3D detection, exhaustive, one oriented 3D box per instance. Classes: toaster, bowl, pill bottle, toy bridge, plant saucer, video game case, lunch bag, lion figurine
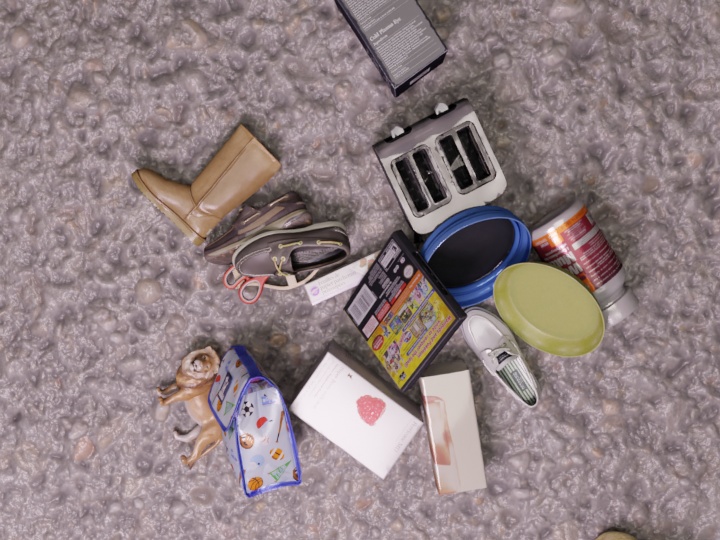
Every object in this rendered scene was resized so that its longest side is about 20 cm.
[{"bbox_3d":[0.132,-0.162,1.565,0.178,0.119,0.203,-25,94,4],"label":"toaster"},{"bbox_3d":[0.184,-0.023,1.557,0.197,0.040,0.203,-15,138,-13],"label":"bowl"},{"bbox_3d":[0.371,-0.007,1.578,0.109,0.110,0.202,-33,93,4],"label":"pill bottle"},{"bbox_3d":[-0.124,-0.003,1.630,0.197,0.027,0.068,-20,95,4],"label":"toy bridge"},{"bbox_3d":[0.314,0.058,1.567,0.200,0.200,0.031,42,55,-2],"label":"plant saucer"},{"bbox_3d":[0.068,0.068,1.546,0.182,0.025,0.201,53,134,22],"label":"video game case"},{"bbox_3d":[-0.178,0.239,1.558,0.122,0.170,0.204,-12,108,-17],"label":"lunch bag"},{"bbox_3d":[-0.277,0.237,1.643,0.121,0.072,0.203,-20,109,-10],"label":"lion figurine"}]

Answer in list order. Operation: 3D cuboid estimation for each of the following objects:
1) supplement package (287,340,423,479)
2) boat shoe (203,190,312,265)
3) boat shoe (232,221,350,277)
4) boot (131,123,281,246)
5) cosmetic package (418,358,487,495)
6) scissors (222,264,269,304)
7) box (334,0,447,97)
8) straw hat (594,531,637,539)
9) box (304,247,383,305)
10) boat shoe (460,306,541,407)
[{"bbox_3d":[-0.006,0.232,1.602,0.199,0.120,0.122,36,94,-2],"label":"supplement package"},{"bbox_3d":[-0.177,-0.072,1.613,0.197,0.075,0.074,-23,69,7],"label":"boat shoe"},{"bbox_3d":[-0.114,-0.026,1.562,0.197,0.061,0.073,-15,131,-1],"label":"boat shoe"},{"bbox_3d":[-0.260,-0.168,1.605,0.175,0.066,0.200,44,94,-11],"label":"boot"},{"bbox_3d":[0.154,0.263,1.611,0.085,0.103,0.204,-9,94,1],"label":"cosmetic package"},{"bbox_3d":[-0.142,-0.020,1.608,0.199,0.014,0.074,-37,94,6],"label":"scissors"},{"bbox_3d":[0.046,-0.386,1.505,0.103,0.200,0.184,-34,94,6],"label":"box"},{"bbox_3d":[0.439,0.497,1.631,0.197,0.203,0.086,-6,53,2],"label":"straw hat"},{"bbox_3d":[0.000,0.000,1.622,0.197,0.041,0.039,-25,94,3],"label":"box"},{"bbox_3d":[0.245,0.145,1.615,0.073,0.067,0.201,-41,93,4],"label":"boat shoe"}]
